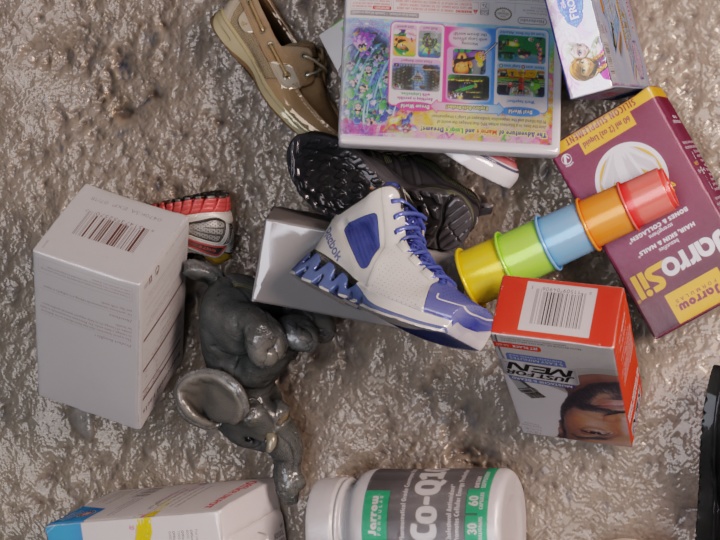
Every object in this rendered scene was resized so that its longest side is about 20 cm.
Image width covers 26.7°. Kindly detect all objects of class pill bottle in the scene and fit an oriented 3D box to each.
[{"bbox_3d":[0.054,0.249,1.475,0.198,0.113,0.114,-4,94,20],"label":"pill bottle"}]

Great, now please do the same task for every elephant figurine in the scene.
[{"bbox_3d":[-0.116,0.115,1.521,0.155,0.140,0.201,51,127,46],"label":"elephant figurine"}]

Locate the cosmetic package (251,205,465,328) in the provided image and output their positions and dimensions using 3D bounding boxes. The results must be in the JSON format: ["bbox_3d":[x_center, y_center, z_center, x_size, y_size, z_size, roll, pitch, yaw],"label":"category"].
[{"bbox_3d":[0.000,0.000,1.446,0.198,0.107,0.091,9,100,1],"label":"cosmetic package"}]

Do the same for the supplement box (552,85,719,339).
[{"bbox_3d":[0.271,-0.054,1.380,0.110,0.086,0.201,-31,85,20],"label":"supplement box"}]

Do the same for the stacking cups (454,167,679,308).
[{"bbox_3d":[0.184,-0.028,1.338,0.199,0.060,0.061,-22,88,17],"label":"stacking cups"}]

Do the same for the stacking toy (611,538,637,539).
[{"bbox_3d":[0.262,0.366,1.424,0.146,0.146,0.200,-34,103,19],"label":"stacking toy"}]

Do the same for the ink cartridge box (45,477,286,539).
[{"bbox_3d":[-0.190,0.304,1.551,0.198,0.147,0.146,-8,93,21],"label":"ink cartridge box"}]

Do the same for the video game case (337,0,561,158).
[{"bbox_3d":[0.082,-0.196,1.365,0.198,0.024,0.184,3,81,-2],"label":"video game case"}]

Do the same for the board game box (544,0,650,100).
[{"bbox_3d":[0.197,-0.250,1.328,0.041,0.199,0.202,-14,90,21],"label":"board game box"}]

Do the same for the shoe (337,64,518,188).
[{"bbox_3d":[0.080,-0.165,1.401,0.199,0.071,0.091,37,100,13],"label":"shoe"}]

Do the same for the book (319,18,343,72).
[{"bbox_3d":[0.073,-0.225,1.458,0.199,0.048,0.134,-31,83,18],"label":"book"}]

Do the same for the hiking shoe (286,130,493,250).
[{"bbox_3d":[0.025,-0.078,1.443,0.199,0.101,0.076,26,110,16],"label":"hiking shoe"}]

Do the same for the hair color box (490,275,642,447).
[{"bbox_3d":[0.189,0.085,1.366,0.110,0.200,0.064,6,62,19],"label":"hair color box"}]

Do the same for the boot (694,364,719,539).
[{"bbox_3d":[0.388,0.187,1.369,0.161,0.073,0.200,5,104,22],"label":"boot"}]

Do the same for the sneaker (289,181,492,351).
[{"bbox_3d":[0.034,-0.014,1.322,0.198,0.080,0.116,22,86,38],"label":"sneaker"}]

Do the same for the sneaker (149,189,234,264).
[{"bbox_3d":[-0.222,-0.025,1.568,0.198,0.078,0.083,-10,96,22],"label":"sneaker"}]

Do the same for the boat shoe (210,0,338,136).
[{"bbox_3d":[-0.068,-0.198,1.497,0.064,0.071,0.200,-44,79,19],"label":"boat shoe"}]

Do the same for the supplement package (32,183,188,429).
[{"bbox_3d":[-0.247,0.037,1.513,0.116,0.118,0.201,17,132,9],"label":"supplement package"}]
